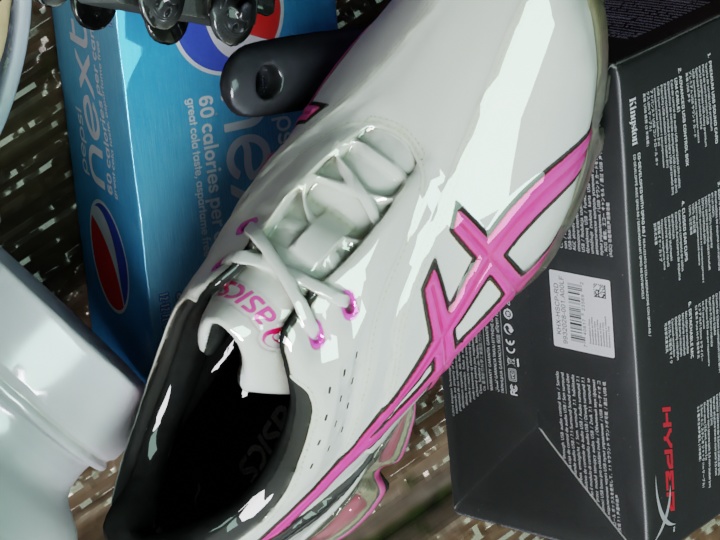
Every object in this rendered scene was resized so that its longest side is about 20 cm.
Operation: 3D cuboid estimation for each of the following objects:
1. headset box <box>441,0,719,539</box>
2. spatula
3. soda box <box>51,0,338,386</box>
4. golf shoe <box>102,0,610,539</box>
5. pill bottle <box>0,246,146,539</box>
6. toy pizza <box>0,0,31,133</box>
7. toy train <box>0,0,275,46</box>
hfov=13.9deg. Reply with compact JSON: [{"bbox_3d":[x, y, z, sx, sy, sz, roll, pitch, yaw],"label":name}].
[{"bbox_3d":[0.110,-0.023,0.890,0.200,0.075,0.150,-27,119,-44],"label":"headset box"},{"bbox_3d":[0.020,-0.065,0.851,0.200,0.020,0.057,-17,112,-58],"label":"spatula"},{"bbox_3d":[-0.045,-0.044,0.852,0.067,0.064,0.201,-13,111,-21],"label":"soda box"},{"bbox_3d":[0.000,0.000,0.772,0.201,0.072,0.092,-62,163,18],"label":"golf shoe"},{"bbox_3d":[-0.152,0.082,0.815,0.200,0.112,0.112,-48,119,-3],"label":"pill bottle"},{"bbox_3d":[-0.182,-0.070,0.800,0.199,0.032,0.202,-8,109,-22],"label":"toy pizza"},{"bbox_3d":[-0.088,-0.088,0.722,0.199,0.034,0.046,8,86,-51],"label":"toy train"}]
